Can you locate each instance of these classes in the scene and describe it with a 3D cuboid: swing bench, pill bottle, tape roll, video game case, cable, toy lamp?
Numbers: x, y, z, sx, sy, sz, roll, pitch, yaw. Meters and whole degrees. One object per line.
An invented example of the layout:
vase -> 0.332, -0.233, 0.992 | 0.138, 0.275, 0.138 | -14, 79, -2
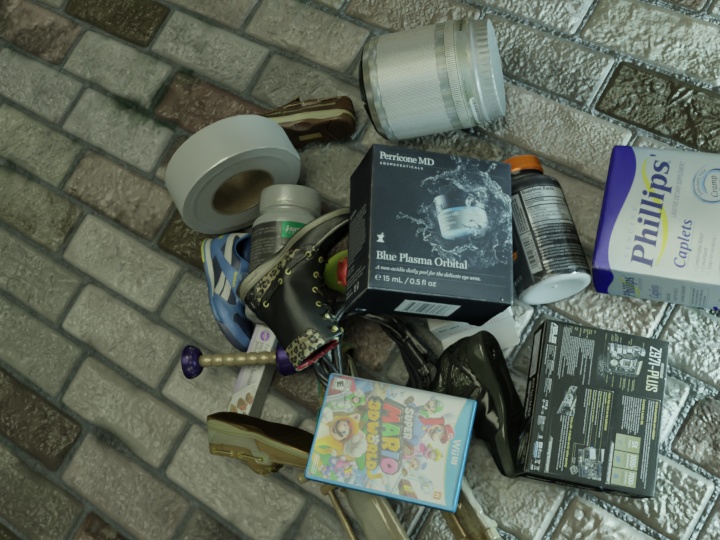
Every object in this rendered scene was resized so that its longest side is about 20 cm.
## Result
swing bench -> 0.057, 0.318, 1.214 | 0.200, 0.130, 0.199 | -30, 65, 1
pill bottle -> -0.112, -0.021, 1.385 | 0.113, 0.113, 0.200 | -3, 73, 17
tape roll -> -0.194, -0.146, 1.405 | 0.202, 0.202, 0.071 | -34, 65, 6
video game case -> 0.039, 0.219, 1.176 | 0.200, 0.018, 0.143 | 9, 71, 16
pill bottle -> 0.246, -0.062, 1.283 | 0.106, 0.106, 0.200 | -18, 68, 12
cable -> 0.008, 0.126, 1.302 | 0.163, 0.051, 0.200 | -39, 77, -24
toy lamp -> -0.164, 0.130, 1.340 | 0.200, 0.058, 0.058 | -6, 71, 15

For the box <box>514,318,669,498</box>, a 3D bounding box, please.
box -> 0.297, 0.178, 1.175 | 0.163, 0.086, 0.200 | 10, 76, 3

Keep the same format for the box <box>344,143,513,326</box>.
box -> 0.090, -0.044, 1.206 | 0.196, 0.117, 0.200 | 6, 71, -13

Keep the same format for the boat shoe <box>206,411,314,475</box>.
boat shoe -> -0.133, 0.252, 1.285 | 0.200, 0.074, 0.067 | 11, 98, 34

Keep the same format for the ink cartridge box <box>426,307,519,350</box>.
ink cartridge box -> 0.144, 0.023, 1.310 | 0.116, 0.068, 0.200 | -20, 68, 12

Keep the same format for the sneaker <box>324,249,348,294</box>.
sneaker -> 0.000, 0.000, 1.323 | 0.200, 0.090, 0.078 | -3, 86, 49

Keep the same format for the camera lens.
camera lens -> 0.107, -0.286, 1.372 | 0.200, 0.160, 0.160 | -8, 71, 16

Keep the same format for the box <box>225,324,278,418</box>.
box -> -0.166, 0.183, 1.377 | 0.039, 0.041, 0.200 | 14, 79, 21

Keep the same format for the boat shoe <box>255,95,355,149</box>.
boat shoe -> -0.105, -0.244, 1.485 | 0.202, 0.075, 0.075 | -3, 58, 11

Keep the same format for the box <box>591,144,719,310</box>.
box -> 0.425, -0.057, 1.222 | 0.200, 0.105, 0.184 | 8, 75, 21

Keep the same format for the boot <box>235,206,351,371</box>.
boot -> -0.056, 0.025, 1.261 | 0.203, 0.073, 0.154 | -38, 70, 6

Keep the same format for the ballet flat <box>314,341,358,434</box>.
ballet flat -> -0.031, 0.196, 1.313 | 0.071, 0.071, 0.200 | -6, 69, 16

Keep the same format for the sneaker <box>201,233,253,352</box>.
sneaker -> -0.190, 0.028, 1.418 | 0.082, 0.074, 0.200 | -19, 69, 10

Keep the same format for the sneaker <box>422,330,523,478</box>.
sneaker -> 0.159, 0.192, 1.252 | 0.114, 0.076, 0.200 | -24, 83, 34
